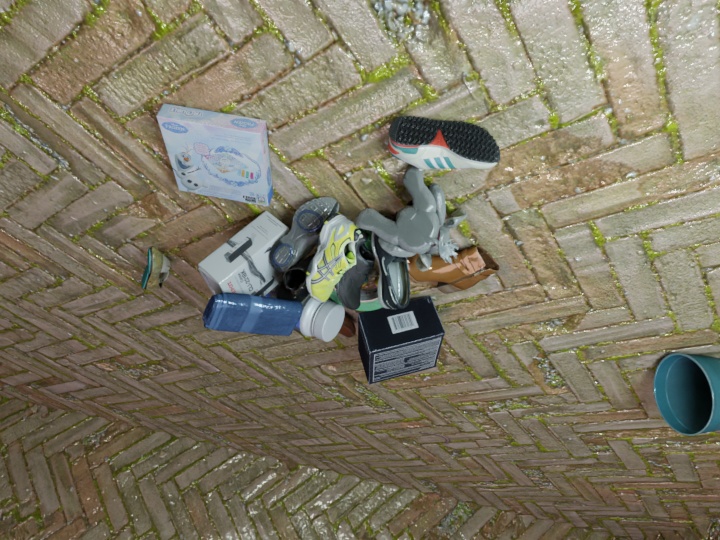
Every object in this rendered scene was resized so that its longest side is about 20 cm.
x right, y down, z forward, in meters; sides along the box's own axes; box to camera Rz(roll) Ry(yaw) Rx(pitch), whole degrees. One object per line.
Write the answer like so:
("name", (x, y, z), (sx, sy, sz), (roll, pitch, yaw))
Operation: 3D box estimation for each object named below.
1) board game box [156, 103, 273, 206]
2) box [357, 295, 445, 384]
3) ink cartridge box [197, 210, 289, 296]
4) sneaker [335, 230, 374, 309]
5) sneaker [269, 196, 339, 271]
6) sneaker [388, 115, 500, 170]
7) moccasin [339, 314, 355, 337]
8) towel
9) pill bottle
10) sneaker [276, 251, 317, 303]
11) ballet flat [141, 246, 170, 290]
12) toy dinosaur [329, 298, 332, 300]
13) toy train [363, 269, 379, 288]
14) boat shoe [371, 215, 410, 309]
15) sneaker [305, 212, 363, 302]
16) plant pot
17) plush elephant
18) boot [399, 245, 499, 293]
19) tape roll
("board game box", (-0.279, -0.224, 1.085), (0.198, 0.044, 0.200), (10, 146, 2))
("box", (0.099, 0.184, 1.434), (0.198, 0.124, 0.199), (-12, 146, -9))
("ink cartridge box", (-0.245, -0.012, 1.231), (0.084, 0.200, 0.145), (37, 156, 28))
("sneaker", (-0.011, 0.001, 1.190), (0.090, 0.076, 0.201), (-1, 123, 10))
("sneaker", (-0.117, -0.083, 1.189), (0.200, 0.087, 0.075), (-45, 81, 19))
("sneaker", (0.143, -0.213, 0.969), (0.198, 0.071, 0.093), (10, 164, -1))
("moccasin", (-0.096, 0.138, 1.518), (0.073, 0.078, 0.201), (-22, 134, 39))
("towel", (-0.231, 0.092, 1.185), (0.198, 0.049, 0.112), (9, 139, -27))
("pill bottle", (-0.145, 0.093, 1.347), (0.199, 0.114, 0.114), (22, 152, 26))
("sneaker", (-0.151, 0.031, 1.210), (0.075, 0.106, 0.200), (50, 127, 7))
("ballet flat", (-0.544, -0.005, 1.468), (0.070, 0.071, 0.200), (22, 144, -15))
("toy dinosaur", (-0.130, 0.070, 1.425), (0.199, 0.089, 0.047), (-21, 174, 22))
("toy train", (0.017, 0.053, 1.382), (0.199, 0.056, 0.150), (28, 142, -23))
("boat shoe", (0.071, -0.018, 1.157), (0.075, 0.202, 0.060), (-12, -174, -35))
("sneaker", (-0.054, -0.012, 1.103), (0.076, 0.075, 0.201), (31, 125, 22))
("plant pot", (0.891, 0.307, 1.383), (0.186, 0.201, 0.201), (0, 147, -10))
("plush elephant", (0.122, -0.086, 1.087), (0.200, 0.165, 0.155), (44, -171, 12))
("boot", (0.196, -0.019, 1.216), (0.199, 0.074, 0.154), (22, 146, -35))
("tape roll", (0.000, 0.000, 1.259), (0.198, 0.048, 0.202), (6, 124, 9))
